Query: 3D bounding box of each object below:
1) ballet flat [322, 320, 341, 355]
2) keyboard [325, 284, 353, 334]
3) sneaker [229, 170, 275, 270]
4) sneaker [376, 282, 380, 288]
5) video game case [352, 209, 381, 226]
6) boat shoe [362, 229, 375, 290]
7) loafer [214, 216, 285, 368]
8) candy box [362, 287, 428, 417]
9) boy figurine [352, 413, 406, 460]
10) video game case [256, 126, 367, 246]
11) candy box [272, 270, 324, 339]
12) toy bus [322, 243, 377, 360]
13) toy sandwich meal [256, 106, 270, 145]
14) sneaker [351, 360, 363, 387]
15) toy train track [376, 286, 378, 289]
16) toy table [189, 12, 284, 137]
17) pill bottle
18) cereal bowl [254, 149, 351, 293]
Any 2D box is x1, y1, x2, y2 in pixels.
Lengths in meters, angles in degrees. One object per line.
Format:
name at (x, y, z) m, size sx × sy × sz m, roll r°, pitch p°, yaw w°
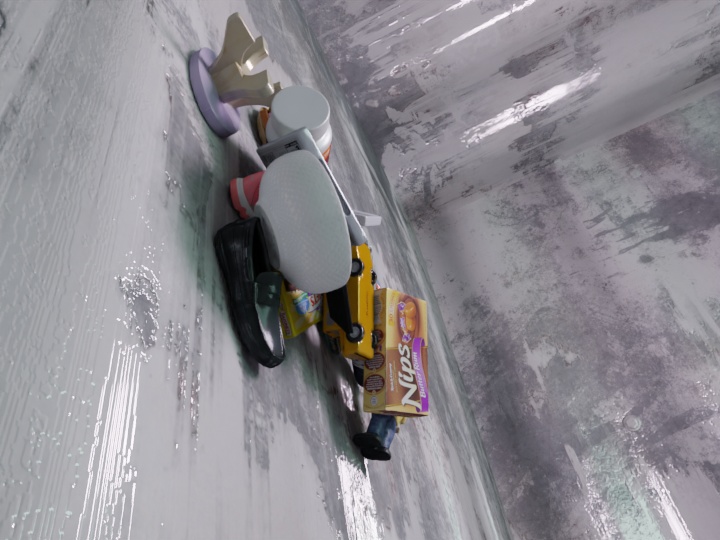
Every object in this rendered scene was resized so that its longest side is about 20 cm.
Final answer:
ballet flat at (-0.051, 0.051, 1.069) m, size 0.068 × 0.074 × 0.203 m, roll 35°, pitch 35°, yaw -73°
keyboard at (-0.047, -0.012, 0.857) m, size 0.127 × 0.020 × 0.203 m, roll 37°, pitch -41°, yaw 55°
sneaker at (-0.127, -0.072, 0.921) m, size 0.074 × 0.086 × 0.201 m, roll -98°, pitch 162°, yaw -51°
sneaker at (0.015, 0.087, 1.301) m, size 0.203 × 0.078 × 0.095 m, roll 70°, pitch 14°, yaw 12°
video game case at (-0.057, -0.120, 1.162) m, size 0.200 × 0.179 × 0.024 m, roll -25°, pitch 128°, yaw -79°
boat shoe at (-0.001, 0.001, 1.110) m, size 0.065 × 0.074 × 0.204 m, roll 41°, pitch -32°, yaw 35°
loafer at (-0.133, 0.025, 0.747) m, size 0.068 × 0.069 × 0.204 m, roll 26°, pitch 43°, yaw -69°
candy box at (0.061, 0.143, 0.980) m, size 0.116 × 0.056 × 0.204 m, roll 20°, pitch 63°, yaw -43°
boy figurine at (0.048, 0.231, 1.031) m, size 0.125 × 0.063 × 0.202 m, roll 58°, pitch 37°, yaw -33°
video game case at (-0.081, -0.121, 0.887) m, size 0.184 × 0.022 × 0.199 m, roll 61°, pitch -21°, yaw -17°
candy box at (-0.083, 0.033, 0.939) m, size 0.200 × 0.026 × 0.104 m, roll -29°, pitch 108°, yaw -65°
toy bus at (-0.018, 0.045, 0.949) m, size 0.065 × 0.077 × 0.204 m, roll 37°, pitch 49°, yaw -59°
toy sandwich meal at (-0.154, -0.272, 1.221) m, size 0.205 × 0.069 × 0.208 m, roll -23°, pitch 91°, yaw -79°
sneaker at (0.004, 0.150, 1.063) m, size 0.109 × 0.069 × 0.204 m, roll -47°, pitch 147°, yaw -61°
toy train track at (0.005, 0.099, 1.193) m, size 0.032 × 0.116 × 0.201 m, roll 16°, pitch 31°, yaw -28°
toy table at (-0.205, -0.325, 0.974) m, size 0.184 × 0.115 × 0.203 m, roll 51°, pitch 19°, yaw -55°
pill bottle at (-0.108, -0.211, 0.996) m, size 0.201 × 0.112 × 0.116 m, roll 106°, pitch -31°, yaw -61°
cereal bowl at (-0.092, -0.058, 0.792) m, size 0.201 × 0.082 × 0.202 m, roll 50°, pitch -28°, yaw 40°
